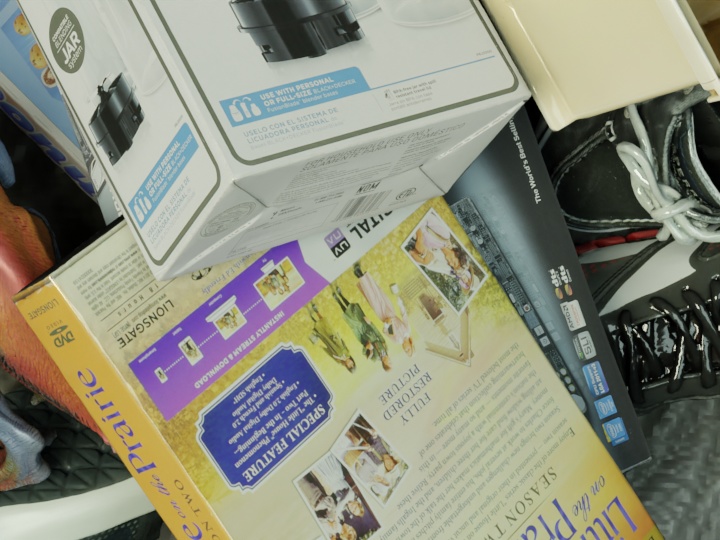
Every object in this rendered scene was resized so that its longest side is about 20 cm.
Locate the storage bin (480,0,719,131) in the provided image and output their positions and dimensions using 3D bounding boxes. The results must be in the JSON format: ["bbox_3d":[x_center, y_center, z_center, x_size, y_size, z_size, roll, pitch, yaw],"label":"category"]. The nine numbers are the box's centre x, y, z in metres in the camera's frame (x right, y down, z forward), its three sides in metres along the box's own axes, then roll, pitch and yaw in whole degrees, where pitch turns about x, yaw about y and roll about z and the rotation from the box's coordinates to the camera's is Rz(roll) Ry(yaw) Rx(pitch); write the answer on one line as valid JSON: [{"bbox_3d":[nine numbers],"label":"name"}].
[{"bbox_3d":[0.107,-0.177,0.635,0.199,0.094,0.200,-33,98,-24],"label":"storage bin"}]

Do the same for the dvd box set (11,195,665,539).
[{"bbox_3d":[0.001,0.050,0.657,0.146,0.029,0.201,-41,101,-38],"label":"dvd box set"}]

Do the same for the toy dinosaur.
[{"bbox_3d":[-0.120,-0.027,0.651,0.105,0.199,0.183,-49,143,-39],"label":"toy dinosaur"}]

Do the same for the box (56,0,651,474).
[{"bbox_3d":[0.000,0.000,0.724,0.157,0.050,0.202,-18,88,-36],"label":"box"}]

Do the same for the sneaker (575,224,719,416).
[{"bbox_3d":[0.134,0.018,0.822,0.199,0.098,0.071,-20,105,-25],"label":"sneaker"}]

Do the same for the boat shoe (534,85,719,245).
[{"bbox_3d":[0.124,-0.045,0.751,0.074,0.199,0.068,44,53,-22],"label":"boat shoe"}]

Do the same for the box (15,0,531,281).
[{"bbox_3d":[-0.049,-0.108,0.635,0.116,0.060,0.201,-16,70,-34],"label":"box"}]

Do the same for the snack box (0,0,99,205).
[{"bbox_3d":[-0.083,-0.066,0.736,0.200,0.024,0.072,46,71,-24],"label":"snack box"}]

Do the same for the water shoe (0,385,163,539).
[{"bbox_3d":[-0.128,0.099,0.710,0.199,0.071,0.079,-24,131,-26],"label":"water shoe"}]
